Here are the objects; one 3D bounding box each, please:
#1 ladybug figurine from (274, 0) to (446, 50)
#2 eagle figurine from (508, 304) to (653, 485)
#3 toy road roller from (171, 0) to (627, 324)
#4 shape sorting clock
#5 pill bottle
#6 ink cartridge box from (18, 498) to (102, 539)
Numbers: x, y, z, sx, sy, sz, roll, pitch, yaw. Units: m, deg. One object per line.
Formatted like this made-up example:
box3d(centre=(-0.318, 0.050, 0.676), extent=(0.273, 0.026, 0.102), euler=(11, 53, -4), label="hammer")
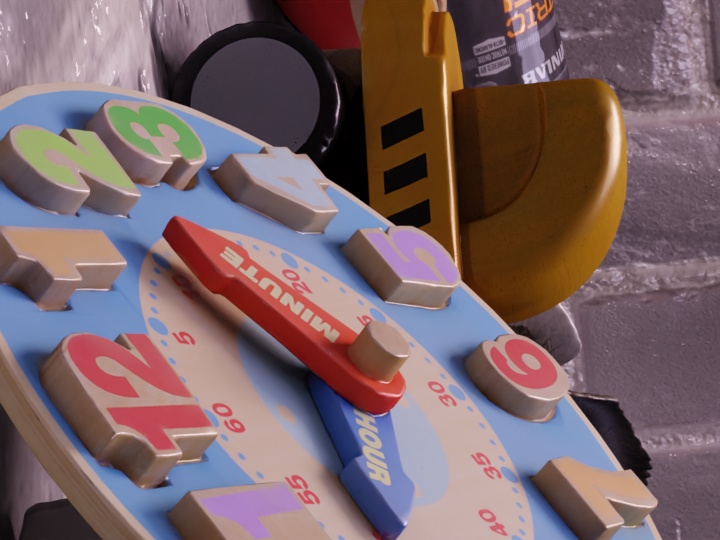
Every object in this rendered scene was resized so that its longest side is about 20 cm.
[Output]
box3d(centre=(-0.006, -0.153, 1.059), extent=(0.200, 0.071, 0.137), euler=(69, 18, -70), label="ladybug figurine")
box3d(centre=(0.077, 0.089, 1.426), extent=(0.200, 0.150, 0.153), euler=(2, 73, -73), label="eagle figurine")
box3d(centre=(0.020, 0.007, 0.834), extent=(0.123, 0.145, 0.202), euler=(51, 35, -78), label="toy road roller")
box3d(centre=(-0.004, 0.029, 0.536), extent=(0.039, 0.199, 0.200), euler=(-51, -163, 27), label="shape sorting clock")
box3d(centre=(0.045, -0.130, 1.258), extent=(0.106, 0.105, 0.201), euler=(-80, 157, -67), label="pill bottle")
box3d(centre=(-0.033, 0.158, 0.513), extent=(0.200, 0.084, 0.147), euler=(-82, 166, -59), label="ink cartridge box")
